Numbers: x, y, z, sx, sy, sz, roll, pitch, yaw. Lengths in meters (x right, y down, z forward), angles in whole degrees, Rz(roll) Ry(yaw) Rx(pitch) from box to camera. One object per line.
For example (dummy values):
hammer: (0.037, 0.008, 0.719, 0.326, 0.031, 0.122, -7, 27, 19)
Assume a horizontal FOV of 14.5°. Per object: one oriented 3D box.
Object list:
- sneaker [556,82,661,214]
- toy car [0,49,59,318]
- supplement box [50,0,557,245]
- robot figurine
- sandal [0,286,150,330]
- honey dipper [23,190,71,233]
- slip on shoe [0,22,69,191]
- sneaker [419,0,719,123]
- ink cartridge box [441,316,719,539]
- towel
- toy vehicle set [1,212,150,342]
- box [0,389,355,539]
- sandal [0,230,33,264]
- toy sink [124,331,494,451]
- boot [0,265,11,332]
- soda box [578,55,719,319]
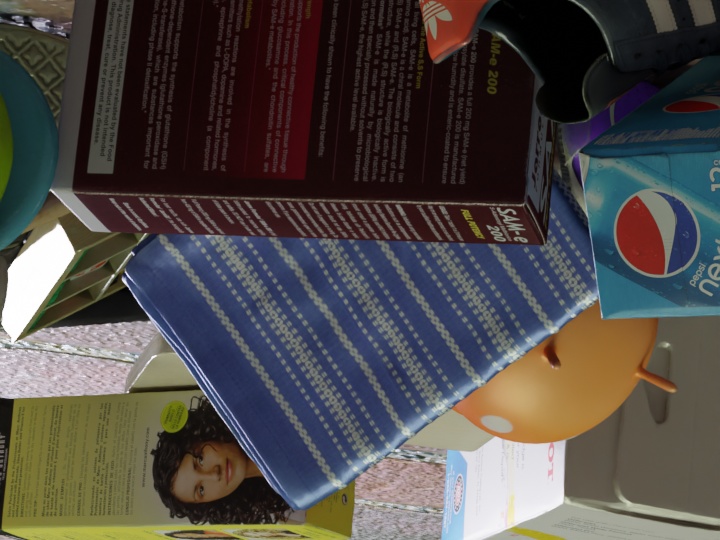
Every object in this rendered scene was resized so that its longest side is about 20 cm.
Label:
sneaker: (0.164, -0.053, 1.267, 0.099, 0.070, 0.200, -13, 162, 32)
toy car: (-0.209, -0.038, 1.146, 0.199, 0.176, 0.150, -16, 176, 28)
supplement box: (-0.020, -0.072, 1.166, 0.199, 0.110, 0.061, 2, 164, 14)
robot figurine: (0.058, 0.006, 1.323, 0.200, 0.116, 0.144, 37, 155, 46)
sandal: (-0.120, 0.004, 1.542, 0.199, 0.043, 0.076, -5, -174, -38)
honey dipper: (-0.111, -0.038, 1.250, 0.199, 0.038, 0.038, -27, 175, -21)
slip on shoe: (-0.185, -0.077, 1.288, 0.198, 0.075, 0.061, 8, 178, -1)
sneaker: (0.110, -0.093, 1.089, 0.199, 0.085, 0.075, 10, 164, -17)
ink cartridge box: (0.147, 0.086, 1.603, 0.144, 0.148, 0.200, 10, 165, -16)
towel: (0.000, 0.000, 1.240, 0.200, 0.145, 0.024, -38, 175, 27)
toy vehicle set: (-0.110, -0.023, 1.398, 0.124, 0.027, 0.200, -28, 175, -19)
box: (-0.098, 0.101, 1.462, 0.199, 0.076, 0.050, -5, 163, 30)
sandal: (-0.186, -0.031, 1.376, 0.199, 0.055, 0.082, -24, 173, -30)
toy sink: (-0.013, 0.016, 1.474, 0.199, 0.113, 0.130, 8, 164, -11)
boot: (-0.256, -0.013, 1.559, 0.199, 0.074, 0.095, 15, 177, -26)
soda box: (0.150, -0.041, 1.122, 0.064, 0.068, 0.200, -2, -165, 25)
